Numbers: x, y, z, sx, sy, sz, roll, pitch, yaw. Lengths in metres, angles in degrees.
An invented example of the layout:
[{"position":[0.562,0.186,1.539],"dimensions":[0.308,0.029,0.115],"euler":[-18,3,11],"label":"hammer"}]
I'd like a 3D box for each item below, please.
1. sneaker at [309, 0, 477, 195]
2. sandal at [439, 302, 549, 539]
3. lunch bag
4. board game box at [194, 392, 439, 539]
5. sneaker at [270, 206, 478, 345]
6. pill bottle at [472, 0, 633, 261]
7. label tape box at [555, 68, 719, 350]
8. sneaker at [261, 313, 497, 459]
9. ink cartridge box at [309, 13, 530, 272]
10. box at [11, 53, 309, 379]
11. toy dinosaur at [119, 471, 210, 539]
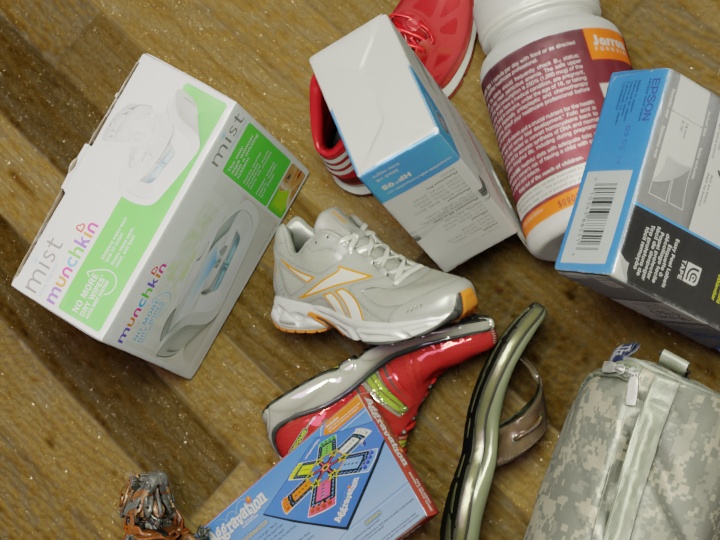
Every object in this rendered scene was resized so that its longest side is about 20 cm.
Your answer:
[{"position":[0.027,-0.162,1.164],"dimensions":[0.078,0.116,0.202],"euler":[22,84,19],"label":"sneaker"},{"position":[0.107,0.123,1.105],"dimensions":[0.057,0.080,0.203],"euler":[15,87,0],"label":"sandal"},{"position":[0.190,0.164,1.015],"dimensions":[0.138,0.168,0.202],"euler":[17,82,18],"label":"lunch bag"},{"position":[-0.038,0.190,1.112],"dimensions":[0.200,0.019,0.103],"euler":[-42,70,28],"label":"board game box"},{"position":[0.000,0.000,1.108],"dimensions":[0.199,0.075,0.093],"euler":[3,106,43],"label":"sneaker"},{"position":[0.155,-0.119,1.119],"dimensions":[0.113,0.114,0.202],"euler":[-18,74,11],"label":"pill bottle"},{"position":[0.242,-0.032,1.026],"dimensions":[0.063,0.199,0.146],"euler":[3,73,58],"label":"label tape box"},{"position":[0.023,0.097,1.139],"dimensions":[0.199,0.077,0.086],"euler":[-28,88,14],"label":"sneaker"},{"position":[0.048,-0.080,1.087],"dimensions":[0.066,0.200,0.117],"euler":[-30,56,11],"label":"ink cartridge box"},{"position":[-0.151,-0.038,1.153],"dimensions":[0.096,0.176,0.201],"euler":[28,85,20],"label":"box"},{"position":[-0.137,0.254,1.125],"dimensions":[0.135,0.102,0.202],"euler":[-19,96,53],"label":"toy dinosaur"}]
